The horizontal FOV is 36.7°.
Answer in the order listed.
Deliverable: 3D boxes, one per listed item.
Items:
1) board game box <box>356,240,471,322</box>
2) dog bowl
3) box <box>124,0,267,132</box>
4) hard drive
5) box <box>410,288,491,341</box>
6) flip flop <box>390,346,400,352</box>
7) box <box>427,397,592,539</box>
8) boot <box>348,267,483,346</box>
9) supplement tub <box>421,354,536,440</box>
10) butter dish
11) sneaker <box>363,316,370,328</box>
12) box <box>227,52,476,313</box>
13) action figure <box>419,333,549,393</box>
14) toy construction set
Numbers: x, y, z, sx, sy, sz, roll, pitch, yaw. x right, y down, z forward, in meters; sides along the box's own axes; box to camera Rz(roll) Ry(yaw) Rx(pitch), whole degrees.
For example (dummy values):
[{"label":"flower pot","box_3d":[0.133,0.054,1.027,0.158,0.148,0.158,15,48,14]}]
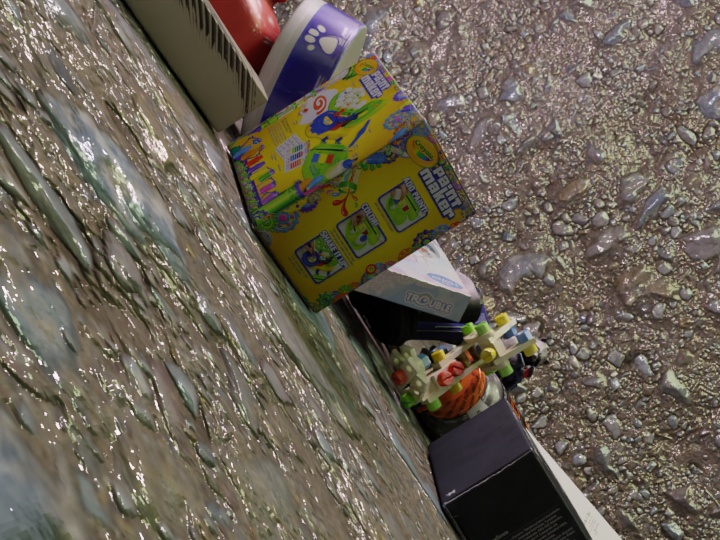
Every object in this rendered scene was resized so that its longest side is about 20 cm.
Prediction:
[{"label":"board game box","box_3d":[0.018,-0.025,1.351,0.198,0.044,0.199,18,21,-22]},{"label":"dog bowl","box_3d":[-0.069,-0.230,1.342,0.078,0.202,0.200,27,3,2]},{"label":"box","box_3d":[-0.178,-0.248,1.120,0.201,0.068,0.082,55,5,-36]},{"label":"hard drive","box_3d":[0.254,0.320,1.427,0.200,0.026,0.132,49,38,1]},{"label":"box","box_3d":[0.125,0.068,1.594,0.200,0.120,0.033,-85,176,-75]},{"label":"flip flop","box_3d":[0.043,0.058,1.668,0.201,0.057,0.081,61,4,23]},{"label":"box","box_3d":[0.182,0.284,1.258,0.198,0.123,0.200,56,4,-9]},{"label":"boot","box_3d":[0.089,0.043,1.427,0.200,0.166,0.077,-140,-126,-67]},{"label":"supplement tub","box_3d":[0.162,0.214,1.519,0.201,0.122,0.123,55,5,-39]},{"label":"butter dish","box_3d":[-0.156,-0.311,1.318,0.201,0.147,0.200,60,4,11]},{"label":"sneaker","box_3d":[0.000,0.000,1.555,0.080,0.073,0.202,-123,-170,-83]},{"label":"box","box_3d":[-0.015,-0.096,1.113,0.122,0.192,0.200,56,5,-32]},{"label":"action figure","box_3d":[0.187,0.120,1.601,0.200,0.191,0.106,106,-18,-70]},{"label":"toy construction set","box_3d":[0.116,0.122,1.372,0.131,0.198,0.093,-21,-96,59]}]
